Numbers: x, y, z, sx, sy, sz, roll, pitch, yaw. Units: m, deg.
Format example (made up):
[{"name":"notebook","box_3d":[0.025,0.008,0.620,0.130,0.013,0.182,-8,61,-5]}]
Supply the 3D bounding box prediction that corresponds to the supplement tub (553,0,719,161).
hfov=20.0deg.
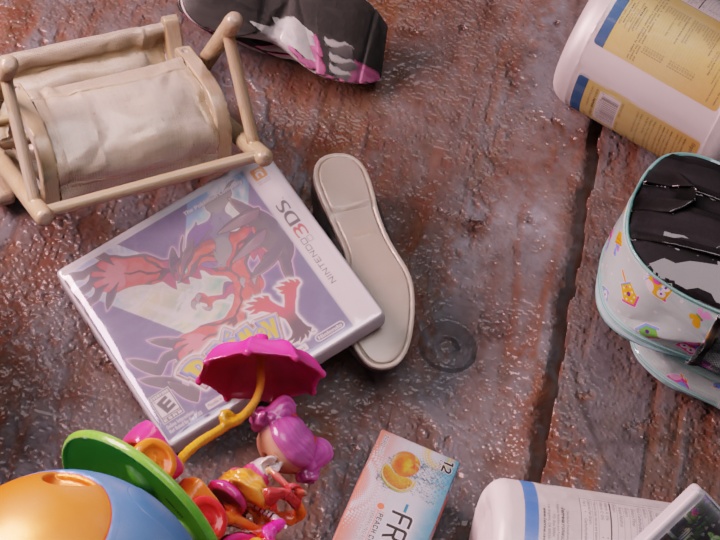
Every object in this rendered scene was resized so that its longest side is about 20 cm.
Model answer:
[{"name":"supplement tub","box_3d":[0.284,-0.168,1.781,0.199,0.145,0.145,31,55,11]}]

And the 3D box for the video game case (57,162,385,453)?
[{"name":"video game case","box_3d":[-0.111,0.021,1.613,0.199,0.023,0.183,-31,65,-12]}]

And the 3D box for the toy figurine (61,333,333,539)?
[{"name":"toy figurine","box_3d":[-0.085,0.137,1.491,0.200,0.150,0.184,49,59,-6]}]

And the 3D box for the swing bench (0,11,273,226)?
[{"name":"swing bench","box_3d":[-0.202,-0.127,1.646,0.197,0.200,0.131,-15,100,-19]}]

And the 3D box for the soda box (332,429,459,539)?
[{"name":"soda box","box_3d":[0.007,0.219,1.498,0.068,0.064,0.201,23,55,5]}]

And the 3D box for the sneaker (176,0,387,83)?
[{"name":"sneaker","box_3d":[-0.070,-0.222,1.791,0.199,0.086,0.081,21,88,-21]}]

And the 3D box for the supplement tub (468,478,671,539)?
[{"name":"supplement tub","box_3d":[0.180,0.228,1.486,0.198,0.132,0.133,9,53,-6]}]

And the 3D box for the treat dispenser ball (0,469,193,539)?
[{"name":"treat dispenser ball","box_3d":[-0.197,0.233,1.363,0.199,0.202,0.202,5,54,-8]}]

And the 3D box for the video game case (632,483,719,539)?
[{"name":"video game case","box_3d":[0.221,0.280,1.419,0.200,0.023,0.182,-43,98,3]}]

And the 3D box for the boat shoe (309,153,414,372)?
[{"name":"boat shoe","box_3d":[0.000,0.000,1.667,0.066,0.057,0.201,-8,62,-13]}]

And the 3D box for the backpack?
[{"name":"backpack","box_3d":[0.289,0.009,1.650,0.199,0.154,0.176,29,52,-2]}]
